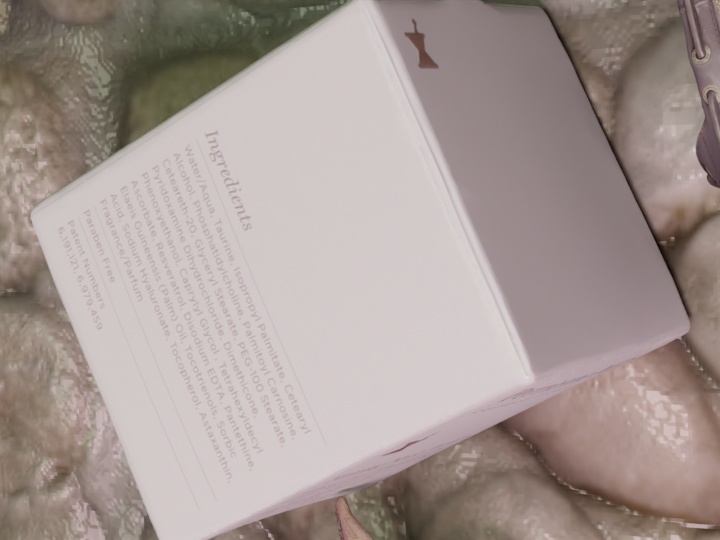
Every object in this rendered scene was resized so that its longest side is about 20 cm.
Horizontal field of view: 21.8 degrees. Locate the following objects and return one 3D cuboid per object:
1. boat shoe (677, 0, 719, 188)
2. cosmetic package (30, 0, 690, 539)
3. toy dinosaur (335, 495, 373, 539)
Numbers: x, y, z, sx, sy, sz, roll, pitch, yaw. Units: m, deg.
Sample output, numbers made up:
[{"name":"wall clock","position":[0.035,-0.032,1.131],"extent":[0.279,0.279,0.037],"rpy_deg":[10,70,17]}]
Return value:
[{"name":"boat shoe","position":[0.171,-0.056,0.769],"extent":[0.064,0.072,0.202],"rpy_deg":[-10,92,43]},{"name":"cosmetic package","position":[0.000,0.000,0.816],"extent":[0.199,0.167,0.168],"rpy_deg":[-29,80,31]},{"name":"toy dinosaur","position":[0.033,0.203,0.841],"extent":[0.136,0.086,0.200],"rpy_deg":[-44,90,10]}]
